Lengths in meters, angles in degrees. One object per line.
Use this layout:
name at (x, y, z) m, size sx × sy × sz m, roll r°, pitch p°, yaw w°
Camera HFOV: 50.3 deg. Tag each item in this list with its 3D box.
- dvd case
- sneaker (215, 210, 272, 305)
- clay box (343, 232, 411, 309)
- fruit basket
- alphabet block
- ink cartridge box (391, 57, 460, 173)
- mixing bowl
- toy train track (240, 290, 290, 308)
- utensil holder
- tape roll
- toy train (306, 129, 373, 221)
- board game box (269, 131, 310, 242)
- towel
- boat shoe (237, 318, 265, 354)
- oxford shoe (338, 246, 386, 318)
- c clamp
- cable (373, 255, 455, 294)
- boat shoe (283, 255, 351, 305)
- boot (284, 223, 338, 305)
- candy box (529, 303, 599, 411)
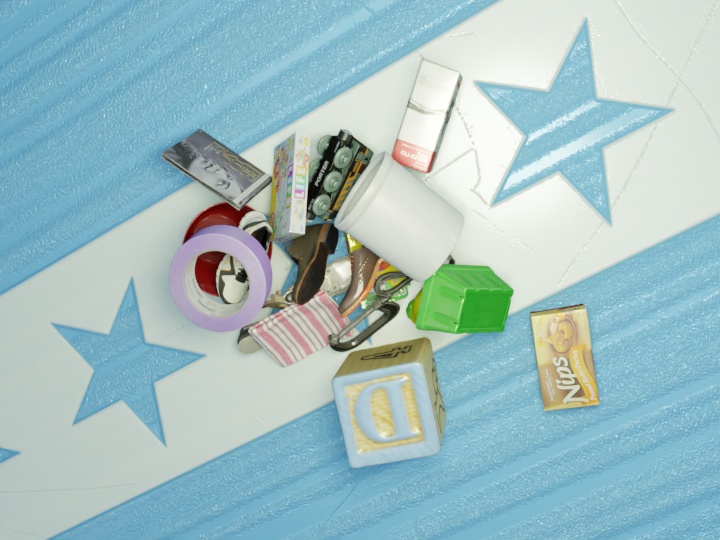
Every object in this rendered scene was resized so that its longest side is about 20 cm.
dvd case at (-0.299, -0.216, 1.617) m, size 0.198 × 0.149 × 0.016 m, roll 34°, pitch 127°, yaw 3°
sneaker at (-0.238, -0.020, 1.573) m, size 0.073 × 0.080 × 0.204 m, roll 15°, pitch 100°, yaw -32°
clay box at (0.035, -0.027, 1.613) m, size 0.112 × 0.048 × 0.205 m, roll -15°, pitch 95°, yaw -10°
fruit basket at (0.181, 0.061, 1.568) m, size 0.211 × 0.216 × 0.159 m, roll 14°, pitch 101°, yaw 8°
alphabet block at (0.065, 0.269, 1.594) m, size 0.192 × 0.200 × 0.200 m, roll -10°, pitch 96°, yaw 12°
ink cartridge box at (0.133, -0.303, 1.520) m, size 0.082 × 0.144 × 0.204 m, roll 18°, pitch 102°, yaw 6°
mixing bowl at (-0.297, -0.056, 1.638) m, size 0.196 × 0.108 × 0.205 m, roll -8°, pitch 109°, yaw -25°
toy train track at (-0.225, 0.067, 1.650) m, size 0.198 × 0.113 × 0.033 m, roll -16°, pitch 70°, yaw 50°
utensil holder at (0.075, -0.098, 1.465) m, size 0.198 × 0.170 × 0.171 m, roll 35°, pitch 104°, yaw -13°
tape roll at (-0.276, 0.016, 1.525) m, size 0.195 × 0.066 × 0.205 m, roll 2°, pitch 108°, yaw 6°
toy train at (-0.052, -0.192, 1.590) m, size 0.085 × 0.113 × 0.203 m, roll 38°, pitch 109°, yaw 36°
board game box at (-0.147, -0.167, 1.576) m, size 0.034 × 0.134 × 0.205 m, roll 7°, pitch 81°, yaw -25°
towel at (-0.125, 0.131, 1.652) m, size 0.197 × 0.030 × 0.147 m, roll -27°, pitch 131°, yaw 13°
boat shoe at (-0.184, 0.120, 1.690) m, size 0.197 × 0.058 × 0.067 m, roll -23°, pitch 133°, yaw 9°
oxford shoe at (0.000, 0.000, 1.554) m, size 0.072 × 0.071 × 0.202 m, roll 32°, pitch 78°, yaw -7°
c clamp at (0.002, 0.107, 1.604) m, size 0.200 × 0.170 × 0.027 m, roll -43°, pitch 64°, yaw 22°
cable at (0.118, -0.007, 1.602) m, size 0.199 × 0.050 × 0.098 m, roll -39°, pitch 116°, yaw 2°
boat shoe at (-0.078, 0.030, 1.649) m, size 0.197 × 0.069 × 0.072 m, roll -28°, pitch 90°, yaw 12°
boot at (-0.122, -0.016, 1.610) m, size 0.095 × 0.202 × 0.075 m, roll 7°, pitch 144°, yaw 27°
candy box at (0.421, 0.180, 1.586) m, size 0.113 × 0.055 × 0.205 m, roll -8°, pitch 98°, yaw 12°
